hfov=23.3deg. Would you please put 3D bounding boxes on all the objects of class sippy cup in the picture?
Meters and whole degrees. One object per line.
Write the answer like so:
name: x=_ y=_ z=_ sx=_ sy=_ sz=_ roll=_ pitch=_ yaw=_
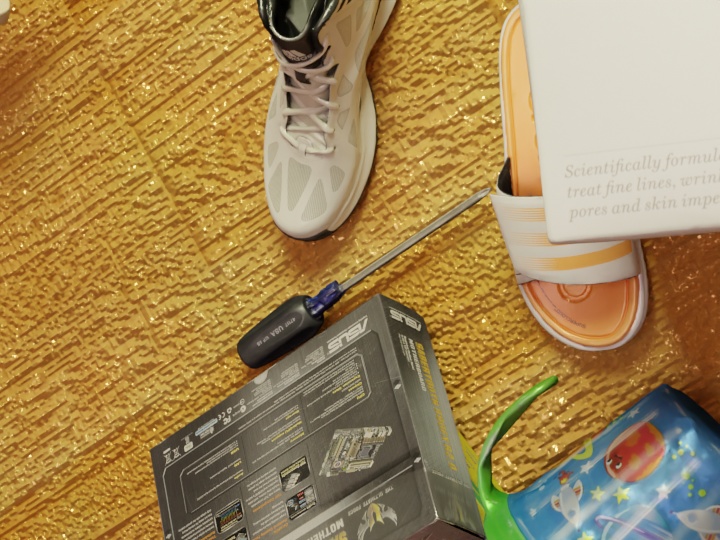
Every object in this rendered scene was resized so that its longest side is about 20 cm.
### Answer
sippy cup: x=0.159 y=0.140 z=0.965 sx=0.178 sy=0.140 sz=0.130 roll=38 pitch=102 yaw=-27

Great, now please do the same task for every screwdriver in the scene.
screwdriver: x=0.000 y=0.000 z=1.071 sx=0.200 sy=0.028 sz=0.029 roll=-38 pitch=51 yaw=21

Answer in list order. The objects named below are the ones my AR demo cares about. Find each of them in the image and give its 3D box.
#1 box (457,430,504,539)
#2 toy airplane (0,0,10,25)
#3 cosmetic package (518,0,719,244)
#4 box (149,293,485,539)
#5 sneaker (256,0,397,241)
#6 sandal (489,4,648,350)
box: x=0.069 y=0.209 z=1.051 sx=0.117 sy=0.048 sz=0.200 roll=-43 pitch=80 yaw=22
toy airplane: x=-0.278 y=-0.252 z=1.103 sx=0.197 sy=0.141 sz=0.201 roll=13 pitch=68 yaw=10
cosmetic package: x=0.188 y=-0.108 z=0.879 sx=0.164 sy=0.200 sz=0.167 roll=-6 pitch=93 yaw=25
box: x=-0.032 y=0.132 z=1.043 sx=0.199 sy=0.048 sz=0.159 roll=-35 pitch=50 yaw=24
sneaker: x=-0.037 y=-0.113 z=1.024 sx=0.075 sy=0.115 sz=0.202 roll=16 pitch=102 yaw=21
sandal: x=0.107 y=-0.053 z=0.997 sx=0.079 sy=0.059 sz=0.208 roll=-11 pitch=91 yaw=25
